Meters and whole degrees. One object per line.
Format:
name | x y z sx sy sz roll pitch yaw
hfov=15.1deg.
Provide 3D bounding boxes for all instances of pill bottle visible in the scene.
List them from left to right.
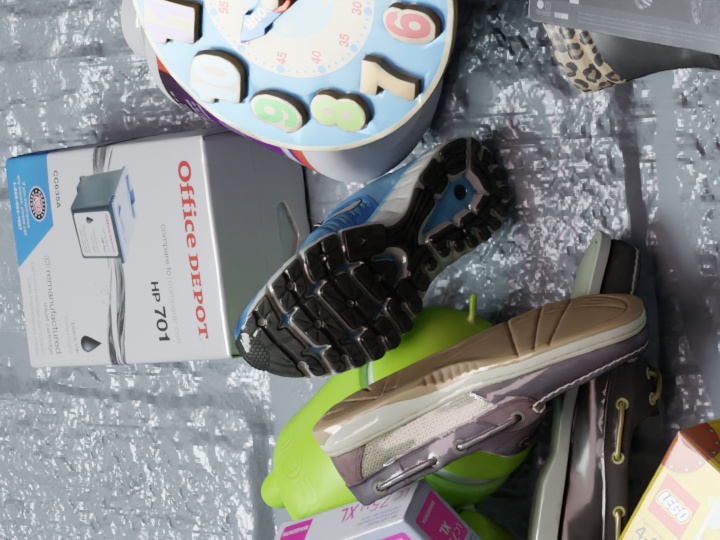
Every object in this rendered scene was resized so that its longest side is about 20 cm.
pill bottle | -0.053 -0.135 1.658 0.200 0.112 0.113 26 114 38

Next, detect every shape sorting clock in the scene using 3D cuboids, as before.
shape sorting clock | -0.041 -0.156 1.515 0.200 0.039 0.200 14 123 22

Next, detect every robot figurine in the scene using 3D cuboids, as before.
robot figurine | 0.027 0.101 1.619 0.200 0.116 0.176 -46 61 38

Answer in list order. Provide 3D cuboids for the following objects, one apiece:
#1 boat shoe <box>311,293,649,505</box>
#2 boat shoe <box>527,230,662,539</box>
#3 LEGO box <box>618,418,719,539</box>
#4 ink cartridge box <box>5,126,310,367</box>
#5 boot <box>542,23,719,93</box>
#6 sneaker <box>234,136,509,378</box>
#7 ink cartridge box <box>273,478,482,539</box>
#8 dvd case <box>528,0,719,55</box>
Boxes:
boat shoe | 0.073 0.072 1.501 0.200 0.072 0.065 -23 104 13
boat shoe | 0.139 0.080 1.548 0.060 0.072 0.201 10 93 -1
LEGO box | 0.231 0.198 1.467 0.200 0.077 0.149 43 124 30
ink cartridge box | -0.131 -0.015 1.773 0.200 0.086 0.147 -5 94 46
boot | 0.161 -0.196 1.475 0.150 0.073 0.200 -12 94 44
sneaker | 0.000 0.000 1.592 0.090 0.200 0.078 -14 110 56
ink cartridge box | 0.051 0.211 1.592 0.119 0.042 0.200 -22 121 41
dvd case | 0.152 -0.219 1.410 0.150 0.025 0.200 17 109 45
